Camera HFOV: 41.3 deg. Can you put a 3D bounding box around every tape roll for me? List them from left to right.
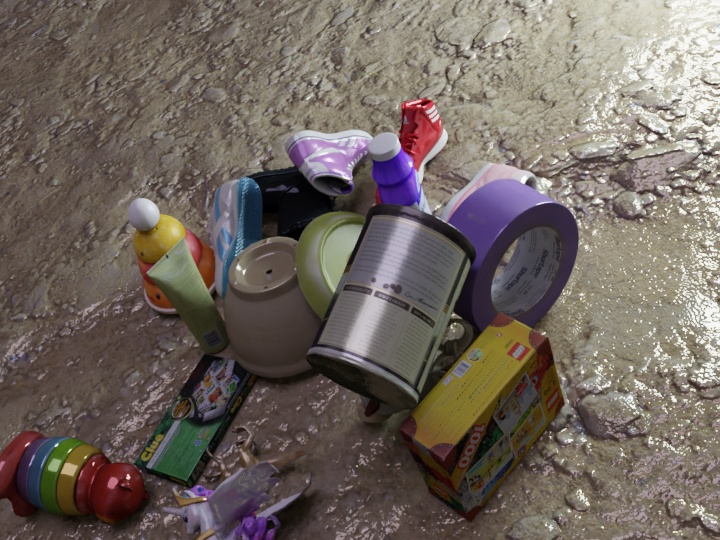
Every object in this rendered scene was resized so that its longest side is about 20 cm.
[{"bbox_3d":[0.196,-0.015,1.287,0.199,0.201,0.085,-40,45,-15],"label":"tape roll"}]

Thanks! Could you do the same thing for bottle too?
[{"bbox_3d":[0.062,-0.117,1.442,0.064,0.201,0.084,-14,43,11],"label":"bottle"}]

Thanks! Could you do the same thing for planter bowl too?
[{"bbox_3d":[-0.119,0.038,1.414,0.197,0.136,0.202,-11,40,9],"label":"planter bowl"}]

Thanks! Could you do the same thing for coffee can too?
[{"bbox_3d":[0.038,0.043,1.150,0.145,0.146,0.202,12,69,32],"label":"coffee can"}]

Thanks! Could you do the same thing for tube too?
[{"bbox_3d":[-0.253,0.043,1.436,0.051,0.201,0.059,-12,46,10],"label":"tube"}]

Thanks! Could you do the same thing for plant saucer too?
[{"bbox_3d":[0.000,0.000,1.381,0.031,0.199,0.202,-37,26,49],"label":"plant saucer"}]

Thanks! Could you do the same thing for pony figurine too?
[{"bbox_3d":[-0.148,0.331,1.178,0.191,0.167,0.202,-27,59,10],"label":"pony figurine"}]

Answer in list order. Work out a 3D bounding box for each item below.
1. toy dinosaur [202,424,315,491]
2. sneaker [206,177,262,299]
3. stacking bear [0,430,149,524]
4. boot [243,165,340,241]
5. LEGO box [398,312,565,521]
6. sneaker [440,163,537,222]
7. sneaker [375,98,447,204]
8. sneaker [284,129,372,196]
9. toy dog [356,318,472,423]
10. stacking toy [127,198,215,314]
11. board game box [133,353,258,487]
[{"bbox_3d":[-0.149,0.267,1.301,0.198,0.058,0.102,-30,58,7],"label":"toy dinosaur"},{"bbox_3d":[-0.211,-0.048,1.570,0.080,0.076,0.203,-8,71,42],"label":"sneaker"},{"bbox_3d":[-0.396,0.297,1.339,0.197,0.122,0.115,8,60,18],"label":"stacking bear"},{"bbox_3d":[-0.129,-0.097,1.605,0.196,0.074,0.164,-15,45,5],"label":"boot"},{"bbox_3d":[0.152,0.178,1.165,0.077,0.150,0.200,28,65,39],"label":"LEGO box"},{"bbox_3d":[0.197,-0.086,1.441,0.104,0.076,0.201,13,52,39],"label":"sneaker"},{"bbox_3d":[0.069,-0.206,1.581,0.077,0.116,0.201,10,54,31],"label":"sneaker"},{"bbox_3d":[-0.029,-0.171,1.594,0.199,0.073,0.115,-11,58,-45],"label":"sneaker"},{"bbox_3d":[0.076,0.159,1.249,0.198,0.133,0.097,-22,21,17],"label":"toy dog"},{"bbox_3d":[-0.321,-0.042,1.545,0.144,0.201,0.147,-13,45,13],"label":"stacking toy"},{"bbox_3d":[-0.238,0.215,1.398,0.104,0.024,0.201,11,54,29],"label":"board game box"}]
